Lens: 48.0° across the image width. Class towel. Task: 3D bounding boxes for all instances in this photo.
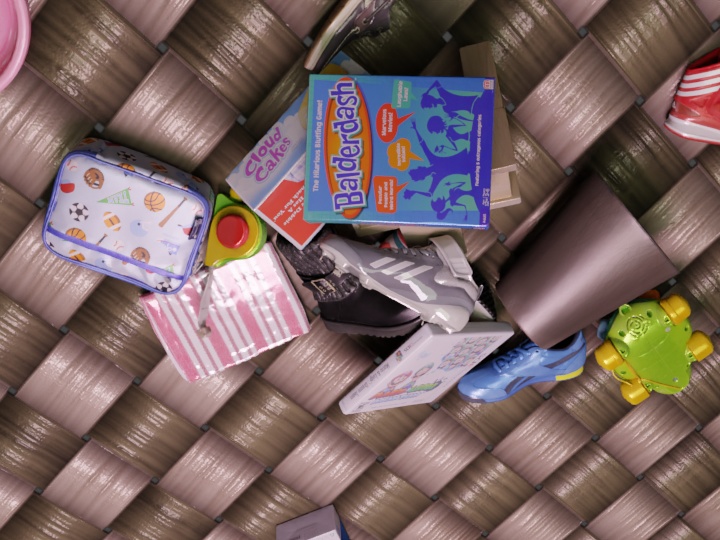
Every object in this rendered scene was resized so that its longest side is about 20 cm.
[{"bbox_3d":[-0.181,0.056,1.100,0.196,0.030,0.148,-23,116,1],"label":"towel"}]

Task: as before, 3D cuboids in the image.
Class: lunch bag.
[{"bbox_3d":[-0.282,-0.059,1.000,0.196,0.076,0.163,22,111,-13],"label":"lunch bag"}]

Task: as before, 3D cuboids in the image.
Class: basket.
[{"bbox_3d":[0.289,0.000,1.074,0.200,0.137,0.180,-42,106,18],"label":"basket"}]

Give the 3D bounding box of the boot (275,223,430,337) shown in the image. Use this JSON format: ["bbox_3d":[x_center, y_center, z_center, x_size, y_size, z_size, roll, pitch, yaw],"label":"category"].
[{"bbox_3d":[-0.002,0.002,1.023,0.207,0.080,0.160,-6,124,34],"label":"boot"}]

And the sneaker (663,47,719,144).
[{"bbox_3d":[0.495,-0.215,1.024,0.195,0.079,0.118,5,117,-11],"label":"sneaker"}]

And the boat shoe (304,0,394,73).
[{"bbox_3d":[0.012,-0.300,0.925,0.064,0.072,0.201,36,101,-17],"label":"boat shoe"}]

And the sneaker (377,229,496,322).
[{"bbox_3d":[0.098,0.020,1.100,0.199,0.071,0.093,39,121,-22],"label":"sneaker"}]

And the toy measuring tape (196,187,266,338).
[{"bbox_3d":[-0.159,-0.010,1.025,0.072,0.074,0.205,9,93,-12],"label":"toy measuring tape"}]

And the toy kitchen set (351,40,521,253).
[{"bbox_3d":[0.085,-0.132,0.985,0.195,0.184,0.164,-11,152,10],"label":"toy kitchen set"}]

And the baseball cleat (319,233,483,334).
[{"bbox_3d":[0.052,-0.010,0.952,0.198,0.070,0.108,31,85,-11],"label":"baseball cleat"}]

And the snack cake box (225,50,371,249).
[{"bbox_3d":[-0.047,-0.137,0.948,0.200,0.067,0.115,-47,148,1],"label":"snack cake box"}]

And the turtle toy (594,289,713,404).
[{"bbox_3d":[0.417,0.111,1.158,0.145,0.102,0.201,-36,115,11],"label":"turtle toy"}]

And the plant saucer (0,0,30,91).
[{"bbox_3d":[-0.459,-0.284,0.884,0.195,0.051,0.205,-3,117,-6],"label":"plant saucer"}]

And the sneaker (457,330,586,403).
[{"bbox_3d":[0.229,0.128,1.159,0.196,0.066,0.080,-16,125,-5],"label":"sneaker"}]

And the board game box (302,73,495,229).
[{"bbox_3d":[0.040,-0.124,0.853,0.195,0.045,0.156,2,89,7],"label":"board game box"}]

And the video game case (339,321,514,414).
[{"bbox_3d":[0.091,0.129,1.085,0.198,0.024,0.182,3,140,-49],"label":"video game case"}]

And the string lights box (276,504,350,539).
[{"bbox_3d":[-0.053,0.485,1.304,0.101,0.059,0.203,-20,117,3],"label":"string lights box"}]
